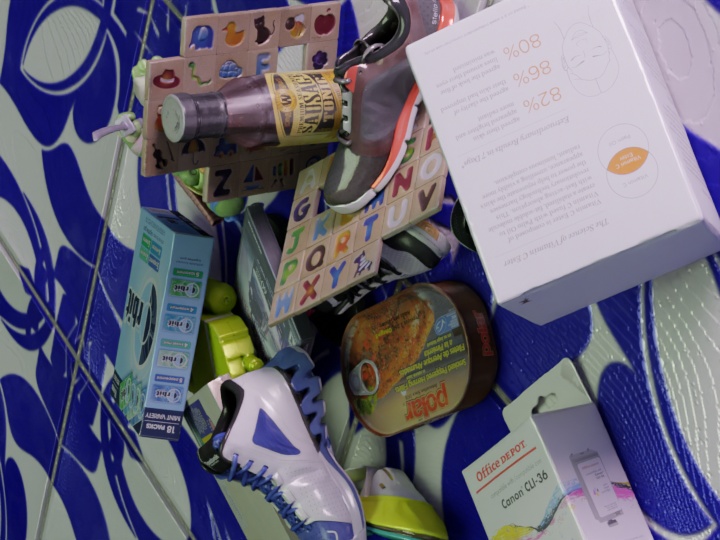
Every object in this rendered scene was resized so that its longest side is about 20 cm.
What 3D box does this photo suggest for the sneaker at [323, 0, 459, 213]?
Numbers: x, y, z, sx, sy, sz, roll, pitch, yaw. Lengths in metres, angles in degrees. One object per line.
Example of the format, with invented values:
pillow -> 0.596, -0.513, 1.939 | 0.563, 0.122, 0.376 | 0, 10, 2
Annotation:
sneaker -> 0.004, -0.144, 1.575 | 0.200, 0.082, 0.077 | -64, 29, 16

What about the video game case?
video game case -> -0.084, 0.046, 1.800 | 0.200, 0.019, 0.143 | 107, 143, -61

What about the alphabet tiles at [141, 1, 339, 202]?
alphabet tiles -> -0.103, -0.142, 1.661 | 0.008, 0.200, 0.168 | 28, 121, 44

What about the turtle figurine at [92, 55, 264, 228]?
turtle figurine -> -0.150, -0.154, 1.780 | 0.144, 0.200, 0.194 | -38, 41, 10

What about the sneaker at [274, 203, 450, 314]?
sneaker -> 0.000, 0.000, 1.630 | 0.200, 0.076, 0.088 | -9, 45, 58

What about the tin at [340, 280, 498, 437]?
tin -> 0.049, 0.076, 1.642 | 0.200, 0.042, 0.112 | -27, 70, 55

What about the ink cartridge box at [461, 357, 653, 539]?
ink cartridge box -> 0.149, 0.181, 1.481 | 0.116, 0.067, 0.201 | -47, 59, 51

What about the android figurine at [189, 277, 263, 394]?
android figurine -> -0.133, 0.098, 1.892 | 0.200, 0.041, 0.183 | -164, 61, -66

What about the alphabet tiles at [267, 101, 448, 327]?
alphabet tiles -> 0.002, -0.054, 1.600 | 0.200, 0.008, 0.168 | -28, 40, 41

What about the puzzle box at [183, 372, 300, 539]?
puzzle box -> -0.103, 0.199, 1.812 | 0.200, 0.025, 0.133 | 62, 159, 3

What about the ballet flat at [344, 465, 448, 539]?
ballet flat -> 0.013, 0.207, 1.709 | 0.200, 0.067, 0.067 | -8, 68, 59

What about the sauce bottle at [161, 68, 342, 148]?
sauce bottle -> -0.072, -0.134, 1.628 | 0.066, 0.199, 0.066 | 20, 115, 52

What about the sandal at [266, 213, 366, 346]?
sandal -> -0.058, 0.012, 1.782 | 0.200, 0.045, 0.075 | 40, 129, 46

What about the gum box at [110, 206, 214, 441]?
gum box -> -0.198, 0.049, 1.900 | 0.170, 0.044, 0.201 | -148, 67, -70

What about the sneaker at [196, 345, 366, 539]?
sneaker -> -0.078, 0.173, 1.666 | 0.081, 0.115, 0.200 | -37, 69, 61

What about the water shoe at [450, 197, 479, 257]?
water shoe -> 0.117, -0.035, 1.471 | 0.200, 0.079, 0.072 | 11, 106, 56

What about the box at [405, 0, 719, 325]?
box -> 0.143, -0.086, 1.333 | 0.152, 0.106, 0.201 | -23, 74, 16
